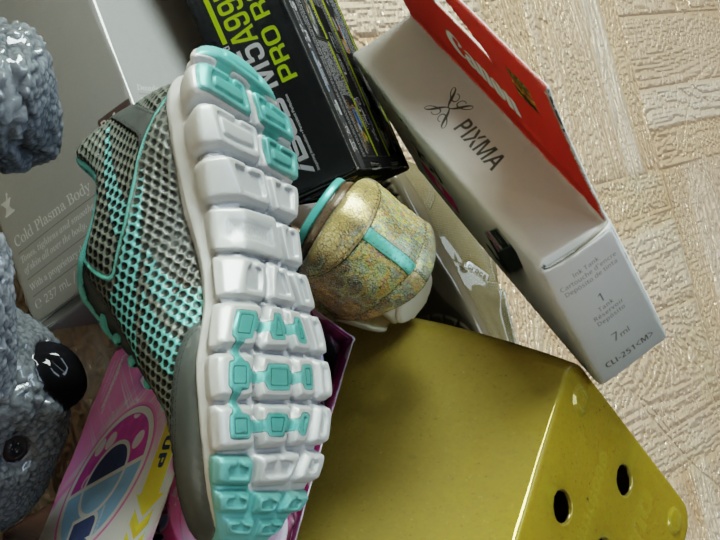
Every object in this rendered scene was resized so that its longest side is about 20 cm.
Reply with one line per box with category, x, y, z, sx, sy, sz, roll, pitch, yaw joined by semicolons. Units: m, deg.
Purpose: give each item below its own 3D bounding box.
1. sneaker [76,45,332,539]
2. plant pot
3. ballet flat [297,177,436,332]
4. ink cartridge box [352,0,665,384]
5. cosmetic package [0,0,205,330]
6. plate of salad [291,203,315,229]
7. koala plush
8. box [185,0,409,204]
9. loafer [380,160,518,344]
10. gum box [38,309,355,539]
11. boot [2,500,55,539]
sneaker;-0.069;0.016;0.639;0.078;0.091;0.200;24;54;-52
plant pot;0.044;0.140;0.793;0.200;0.176;0.200;49;48;-34
ballet flat;0.000;0.000;0.753;0.200;0.071;0.071;137;-59;-84
ink cartridge box;0.053;-0.063;0.754;0.174;0.044;0.200;55;0;-44
cosmetic package;-0.125;-0.084;0.761;0.090;0.107;0.200;-5;66;-55
plate of salad;-0.067;-0.114;0.892;0.200;0.048;0.200;55;14;-21
koala plush;-0.185;0.034;0.648;0.177;0.184;0.200;-92;166;-47
box;-0.045;-0.131;0.793;0.160;0.044;0.200;-25;91;-80
loafer;0.054;0.021;0.940;0.067;0.076;0.200;-30;101;-47
gum box;-0.082;0.110;0.685;0.066;0.113;0.200;34;50;-23
boot;-0.121;0.091;0.782;0.200;0.064;0.186;-36;104;-49
